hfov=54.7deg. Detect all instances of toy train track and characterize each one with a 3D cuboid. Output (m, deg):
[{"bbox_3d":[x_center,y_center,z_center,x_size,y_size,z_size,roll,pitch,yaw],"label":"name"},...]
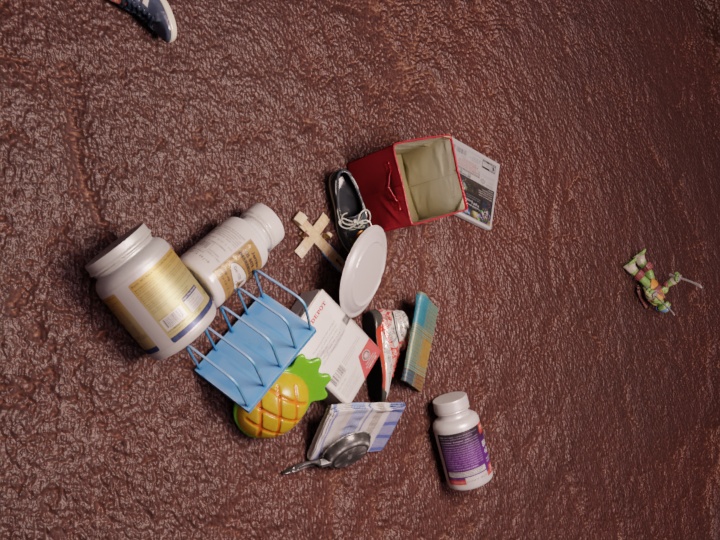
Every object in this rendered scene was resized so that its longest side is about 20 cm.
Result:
[{"bbox_3d":[-0.068,-0.048,1.485,0.200,0.032,0.115,47,60,-23],"label":"toy train track"}]

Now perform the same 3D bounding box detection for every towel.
[{"bbox_3d":[0.133,0.162,1.574,0.147,0.021,0.203,43,57,-63],"label":"towel"},{"bbox_3d":[-0.007,0.331,1.440,0.197,0.024,0.148,5,121,-36],"label":"towel"}]

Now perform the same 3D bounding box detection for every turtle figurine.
[{"bbox_3d":[0.908,0.027,2.112,0.143,0.200,0.195,-37,82,-1],"label":"turtle figurine"}]

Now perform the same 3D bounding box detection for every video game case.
[{"bbox_3d":[0.269,-0.220,1.762,0.198,0.023,0.185,21,72,-34],"label":"video game case"}]

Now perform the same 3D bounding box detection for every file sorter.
[{"bbox_3d":[-0.200,0.121,1.265,0.201,0.138,0.123,-50,156,-23],"label":"file sorter"}]

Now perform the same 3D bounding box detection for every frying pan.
[{"bbox_3d":[-0.055,0.370,1.401,0.188,0.116,0.031,-2,45,-38],"label":"frying pan"}]

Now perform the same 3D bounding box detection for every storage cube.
[{"bbox_3d":[0.099,-0.186,1.535,0.198,0.179,0.174,-17,94,-35],"label":"storage cube"}]

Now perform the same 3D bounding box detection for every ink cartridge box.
[{"bbox_3d":[-0.074,0.159,1.425,0.200,0.082,0.148,47,60,-23],"label":"ink cartridge box"}]

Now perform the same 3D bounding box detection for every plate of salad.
[{"bbox_3d":[0.000,0.000,1.470,0.200,0.047,0.203,-46,146,-45],"label":"plate of salad"}]

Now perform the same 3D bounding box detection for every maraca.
[{"bbox_3d":[-0.149,0.241,1.328,0.198,0.107,0.138,-33,123,-8],"label":"maraca"}]

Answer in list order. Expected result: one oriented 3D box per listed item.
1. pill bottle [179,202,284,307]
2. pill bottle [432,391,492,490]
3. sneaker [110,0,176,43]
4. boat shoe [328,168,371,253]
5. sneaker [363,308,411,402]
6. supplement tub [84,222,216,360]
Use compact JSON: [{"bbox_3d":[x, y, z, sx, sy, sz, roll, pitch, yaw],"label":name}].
[{"bbox_3d":[-0.239,-0.034,1.307,0.200,0.114,0.115,-46,110,-31],"label":"pill bottle"},{"bbox_3d":[0.229,0.389,1.604,0.110,0.111,0.203,-19,96,-36],"label":"pill bottle"},{"bbox_3d":[-0.416,-0.492,1.259,0.084,0.075,0.201,-41,99,-34],"label":"sneaker"},{"bbox_3d":[-0.017,-0.119,1.497,0.074,0.062,0.204,-13,97,-11],"label":"boat shoe"},{"bbox_3d":[0.069,0.186,1.537,0.106,0.067,0.205,-1,83,-34],"label":"sneaker"},{"bbox_3d":[-0.358,0.035,1.192,0.144,0.143,0.201,-45,111,-31],"label":"supplement tub"}]
